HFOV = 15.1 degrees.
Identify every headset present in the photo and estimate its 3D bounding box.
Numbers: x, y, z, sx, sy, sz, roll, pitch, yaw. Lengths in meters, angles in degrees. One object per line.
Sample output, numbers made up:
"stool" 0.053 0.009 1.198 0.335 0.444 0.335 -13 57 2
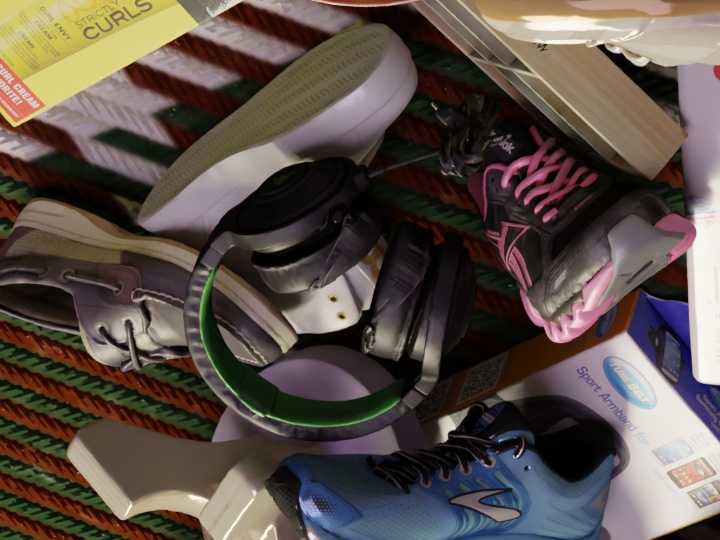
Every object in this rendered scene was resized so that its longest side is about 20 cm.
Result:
"headset" 0.000 0.000 1.223 0.123 0.094 0.200 34 116 -10

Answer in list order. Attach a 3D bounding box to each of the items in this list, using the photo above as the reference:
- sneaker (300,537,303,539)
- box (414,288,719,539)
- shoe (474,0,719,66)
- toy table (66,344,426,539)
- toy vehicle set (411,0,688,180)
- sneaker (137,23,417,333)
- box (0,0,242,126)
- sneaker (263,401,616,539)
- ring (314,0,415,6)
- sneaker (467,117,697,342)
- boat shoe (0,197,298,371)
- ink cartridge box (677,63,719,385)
"sneaker" 0.031 0.198 1.352 0.200 0.077 0.082 35 110 -30
"box" 0.116 0.088 1.386 0.199 0.042 0.119 -27 114 39
"shoe" 0.144 -0.100 1.090 0.198 0.070 0.054 1 116 9
"toy table" -0.055 0.135 1.413 0.184 0.117 0.201 40 135 22
"toy vehicle set" 0.048 -0.121 1.193 0.200 0.124 0.027 42 88 -14
"sneaker" -0.010 -0.038 1.317 0.115 0.074 0.200 41 141 -16
"box" -0.117 -0.138 1.271 0.199 0.050 0.075 -22 117 43
"sneaker" 0.042 0.097 1.312 0.199 0.078 0.090 4 119 -38
"ring" -0.003 -0.203 1.077 0.199 0.019 0.202 6 116 12
"sneaker" 0.088 -0.026 1.227 0.096 0.079 0.200 56 173 -3
"boat shoe" -0.114 0.019 1.358 0.199 0.065 0.072 20 158 40
"ink cartridge box" 0.221 -0.043 1.203 0.144 0.084 0.201 6 130 17
